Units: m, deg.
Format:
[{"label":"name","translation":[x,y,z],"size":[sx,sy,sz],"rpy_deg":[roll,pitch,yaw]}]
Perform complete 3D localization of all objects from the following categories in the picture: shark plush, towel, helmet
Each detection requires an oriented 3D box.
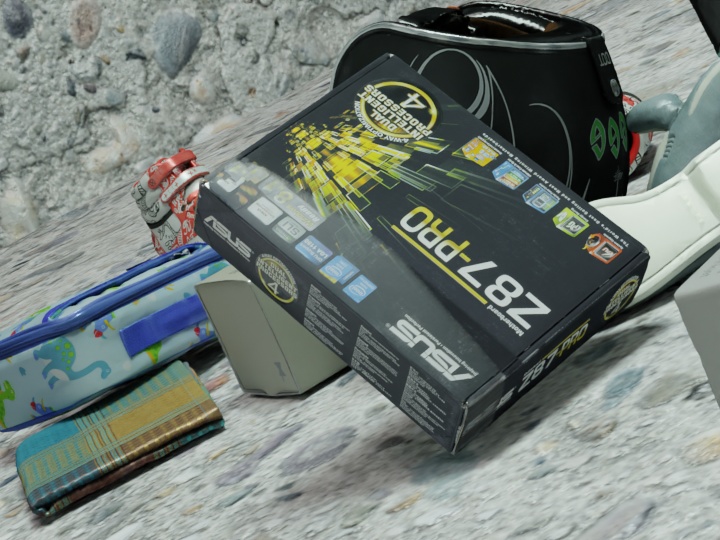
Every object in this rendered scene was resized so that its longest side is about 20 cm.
[{"label":"shark plush","translation":[0.239,-0.091,1.346],"size":[0.200,0.091,0.083],"rpy_deg":[-40,13,33]},{"label":"towel","translation":[-0.171,0.117,1.566],"size":[0.146,0.022,0.200],"rpy_deg":[-28,12,-8]},{"label":"helmet","translation":[0.069,-0.063,1.403],"size":[0.198,0.193,0.200],"rpy_deg":[4,15,-1]}]

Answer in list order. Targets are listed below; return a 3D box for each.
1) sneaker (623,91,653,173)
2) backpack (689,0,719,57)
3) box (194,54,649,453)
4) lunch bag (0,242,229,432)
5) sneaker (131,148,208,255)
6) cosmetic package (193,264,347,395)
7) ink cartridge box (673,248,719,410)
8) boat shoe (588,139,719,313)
[{"label":"sneaker","translation":[0.122,-0.076,1.671],"size":[0.200,0.068,0.108],"rpy_deg":[-22,8,10]},{"label":"backpack","translation":[0.330,-0.207,1.545],"size":[0.199,0.154,0.176],"rpy_deg":[-28,-5,8]},{"label":"box","translation":[0.033,-0.015,1.229],"size":[0.161,0.200,0.049],"rpy_deg":[-37,-24,-32]},{"label":"lunch bag","translation":[-0.187,0.048,1.722],"size":[0.160,0.083,0.199],"rpy_deg":[-19,6,46]},{"label":"sneaker","translation":[-0.143,-0.058,2.071],"size":[0.067,0.109,0.201],"rpy_deg":[-32,12,-31]},{"label":"cosmetic package","translation":[0.000,0.000,1.534],"size":[0.199,0.088,0.103],"rpy_deg":[-31,12,-26]},{"label":"ink cartridge box","translation":[0.234,0.021,0.699],"size":[0.199,0.146,0.147],"rpy_deg":[-16,13,41]},{"label":"boat shoe","translation":[0.179,-0.015,1.309],"size":[0.199,0.073,0.062],"rpy_deg":[-31,-34,11]}]
